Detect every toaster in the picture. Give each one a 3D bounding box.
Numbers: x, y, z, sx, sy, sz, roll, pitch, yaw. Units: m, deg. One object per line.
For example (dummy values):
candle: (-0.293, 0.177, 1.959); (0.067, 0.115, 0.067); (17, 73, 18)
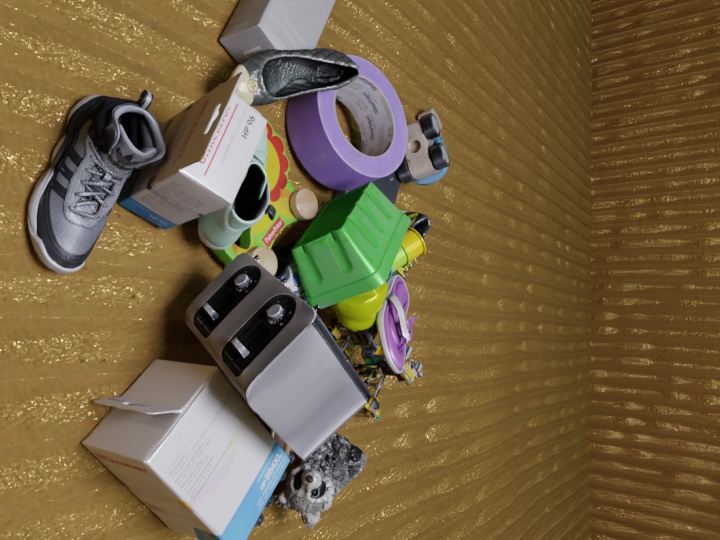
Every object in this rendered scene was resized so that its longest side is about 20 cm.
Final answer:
toaster: (-0.094, 0.102, 0.656); (0.119, 0.180, 0.201); (-41, 133, -13)

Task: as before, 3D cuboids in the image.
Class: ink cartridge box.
ink cartridge box: (-0.178, -0.124, 0.613); (0.068, 0.199, 0.117); (34, 61, -36)
ink cartridge box: (-0.200, 0.202, 0.639); (0.126, 0.127, 0.201); (-56, 131, -40)

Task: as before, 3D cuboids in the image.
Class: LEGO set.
LEGO set: (0.030, 0.167, 0.973); (0.154, 0.115, 0.201); (-52, 128, -42)

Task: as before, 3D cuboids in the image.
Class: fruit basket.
fruit basket: (0.000, 0.000, 0.842); (0.215, 0.154, 0.218); (39, 41, -44)

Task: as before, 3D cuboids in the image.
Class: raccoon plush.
raccoon plush: (-0.050, 0.342, 0.868); (0.135, 0.096, 0.201); (-57, 142, -27)

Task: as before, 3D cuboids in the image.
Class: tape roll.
tape roll: (-0.019, -0.240, 0.912); (0.199, 0.085, 0.202); (12, 72, -42)

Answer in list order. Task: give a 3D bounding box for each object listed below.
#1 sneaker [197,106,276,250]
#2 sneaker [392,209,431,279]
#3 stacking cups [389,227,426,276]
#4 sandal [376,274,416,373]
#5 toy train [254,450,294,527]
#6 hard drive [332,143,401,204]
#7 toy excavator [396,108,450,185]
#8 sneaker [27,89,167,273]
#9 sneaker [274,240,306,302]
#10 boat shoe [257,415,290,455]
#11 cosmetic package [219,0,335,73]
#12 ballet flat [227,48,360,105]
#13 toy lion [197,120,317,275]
sneaker: (-0.135, -0.130, 0.684); (0.073, 0.118, 0.203); (21, 67, -32)
sneaker: (0.081, -0.036, 1.081); (0.074, 0.084, 0.202); (40, 57, -45)
stacking cups: (0.026, 0.000, 0.976); (0.199, 0.060, 0.061); (-36, 120, -22)
sandal: (0.066, 0.076, 0.922); (0.083, 0.049, 0.204); (50, 29, -34)
toy train: (-0.125, 0.279, 0.827); (0.046, 0.034, 0.201); (49, 51, -28)
hard drive: (0.009, -0.133, 1.018); (0.135, 0.042, 0.201); (49, 51, -42)
toy excavator: (0.135, -0.262, 1.148); (0.200, 0.099, 0.197); (11, 62, -64)
sneaker: (-0.267, -0.097, 0.567); (0.075, 0.113, 0.202); (28, 66, -50)
sneaker: (-0.111, 0.030, 0.805); (0.200, 0.075, 0.078); (-51, 124, -47)
boat shoe: (-0.133, 0.169, 0.790); (0.070, 0.070, 0.202); (14, 68, -39)
cosmetic package: (-0.114, -0.379, 0.819); (0.107, 0.089, 0.202); (47, 50, -44)
ballet flat: (-0.088, -0.267, 0.749); (0.199, 0.057, 0.067); (-26, 124, -32)
toy lion: (-0.158, -0.112, 0.774); (0.192, 0.068, 0.201); (53, 48, -30)
